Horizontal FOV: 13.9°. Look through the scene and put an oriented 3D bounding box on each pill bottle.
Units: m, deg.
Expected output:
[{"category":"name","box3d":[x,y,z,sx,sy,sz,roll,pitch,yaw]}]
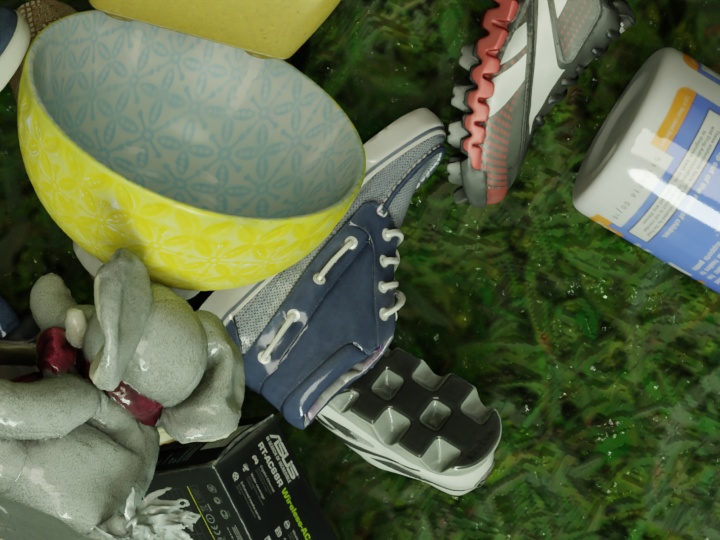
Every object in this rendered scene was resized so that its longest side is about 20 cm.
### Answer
[{"category":"pill bottle","box3d":[0.234,-0.036,1.725,0.200,0.112,0.112,31,97,-6]}]

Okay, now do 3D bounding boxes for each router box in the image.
[{"category":"router box","box3d":[-0.075,0.189,1.727,0.150,0.062,0.200,-12,109,44]}]

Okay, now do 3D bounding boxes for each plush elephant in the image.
[{"category":"plush elephant","box3d":[-0.148,0.064,1.582,0.200,0.165,0.155,13,67,27]}]

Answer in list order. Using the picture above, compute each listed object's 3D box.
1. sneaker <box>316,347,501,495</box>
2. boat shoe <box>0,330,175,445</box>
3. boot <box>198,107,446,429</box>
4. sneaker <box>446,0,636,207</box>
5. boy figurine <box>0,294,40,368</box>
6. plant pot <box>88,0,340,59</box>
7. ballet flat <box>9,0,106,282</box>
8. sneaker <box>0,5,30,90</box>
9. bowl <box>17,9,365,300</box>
[{"category":"sneaker","box3d":[-0.006,0.070,1.757,0.200,0.089,0.074,39,70,16]},{"category":"boat shoe","box3d":[-0.174,0.064,1.683,0.200,0.073,0.065,-4,114,-10]},{"category":"boot","box3d":[0.000,0.000,1.715,0.090,0.073,0.200,41,75,14]},{"category":"sneaker","box3d":[0.107,-0.129,1.727,0.098,0.071,0.201,13,97,-1]},{"category":"boy figurine","box3d":[-0.284,-0.006,1.740,0.200,0.064,0.124,42,114,-4]},{"category":"plant pot","box3d":[-0.070,-0.232,1.653,0.195,0.194,0.200,16,104,-4]},{"category":"ballet flat","box3d":[-0.154,-0.065,1.733,0.070,0.065,0.200,-25,98,5]},{"category":"sneaker","box3d":[-0.278,-0.103,1.598,0.200,0.075,0.085,-30,119,-3]},{"category":"bowl","box3d":[-0.107,-0.047,1.651,0.200,0.200,0.108,21,121,-4]}]
